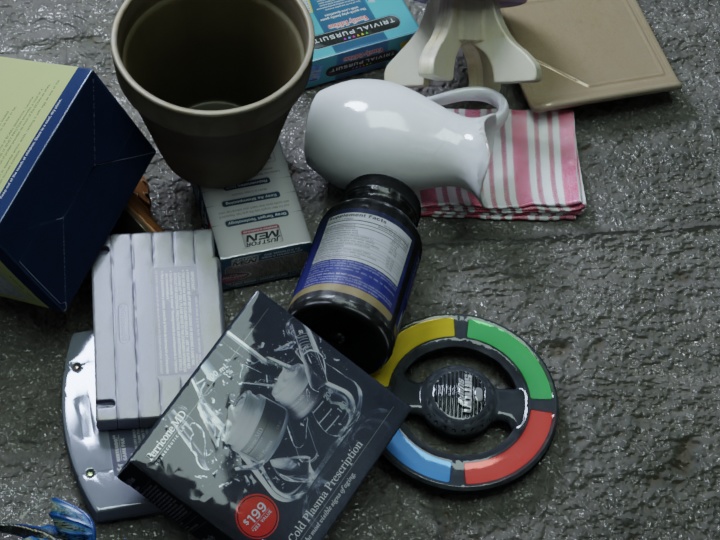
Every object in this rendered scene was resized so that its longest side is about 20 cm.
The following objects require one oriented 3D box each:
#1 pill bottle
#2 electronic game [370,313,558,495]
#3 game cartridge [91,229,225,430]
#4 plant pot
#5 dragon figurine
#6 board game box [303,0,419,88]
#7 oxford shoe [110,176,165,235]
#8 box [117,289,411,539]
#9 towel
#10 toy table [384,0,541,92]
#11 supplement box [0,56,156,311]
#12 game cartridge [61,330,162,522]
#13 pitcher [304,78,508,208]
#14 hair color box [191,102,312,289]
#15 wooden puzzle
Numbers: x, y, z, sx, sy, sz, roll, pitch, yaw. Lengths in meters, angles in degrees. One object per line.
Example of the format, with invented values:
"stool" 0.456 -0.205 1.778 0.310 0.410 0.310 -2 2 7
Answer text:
"pill bottle" 0.000 0.000 1.637 0.111 0.112 0.201 14 47 5
"electronic game" 0.097 0.129 1.608 0.198 0.042 0.201 2 55 -3
"game cartridge" -0.196 0.056 1.588 0.129 0.038 0.201 -1 63 -10
"plant pot" -0.147 -0.179 1.644 0.198 0.174 0.201 2 55 -3
"dragon figurine" -0.267 0.247 1.461 0.199 0.100 0.059 28 57 14
"board game box" -0.039 -0.314 1.895 0.150 0.047 0.201 -17 59 -17
"oxford shoe" -0.242 -0.071 1.701 0.071 0.072 0.200 -28 63 -34
"box" -0.088 0.158 1.487 0.182 0.104 0.200 37 69 -2
"towel" 0.144 -0.122 1.791 0.198 0.030 0.147 1 55 -4
"toy table" 0.113 -0.260 1.782 0.183 0.199 0.118 2 91 39
"supplement box" -0.350 -0.092 1.606 0.199 0.134 0.201 11 62 32
"game cartridge" -0.220 0.144 1.575 0.132 0.041 0.201 -5 56 -13
"pitcher" 0.053 -0.150 1.739 0.199 0.122 0.172 10 40 11
"hair color box" -0.124 -0.084 1.722 0.099 0.061 0.201 -11 57 -12
"wooden puzzle" 0.253 -0.259 1.890 0.184 0.037 0.201 -10 52 -15
